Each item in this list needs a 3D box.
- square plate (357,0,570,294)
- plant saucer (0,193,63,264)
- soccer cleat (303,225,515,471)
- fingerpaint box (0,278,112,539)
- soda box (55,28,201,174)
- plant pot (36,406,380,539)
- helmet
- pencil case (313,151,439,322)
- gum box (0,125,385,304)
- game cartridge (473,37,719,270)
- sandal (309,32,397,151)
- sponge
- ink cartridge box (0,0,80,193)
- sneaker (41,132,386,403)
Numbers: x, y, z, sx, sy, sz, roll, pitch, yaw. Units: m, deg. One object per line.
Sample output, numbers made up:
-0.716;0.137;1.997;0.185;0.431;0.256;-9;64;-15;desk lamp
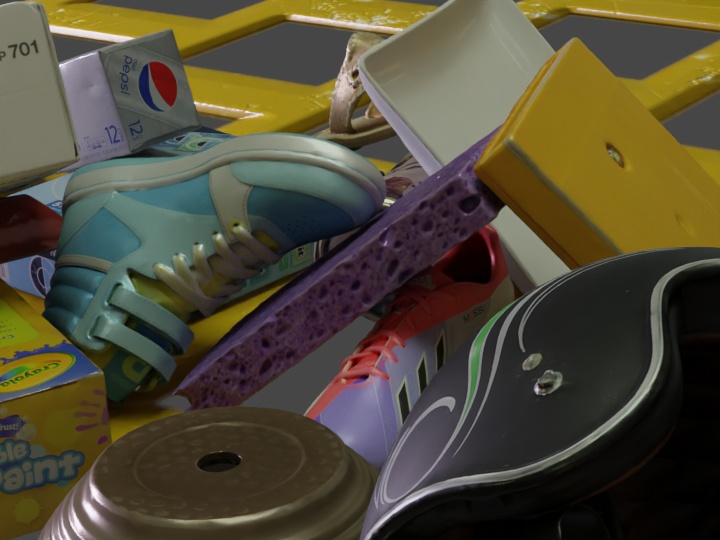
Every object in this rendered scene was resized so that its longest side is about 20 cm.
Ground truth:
0.093;-0.065;1.141;0.028;0.199;0.200;-37;2;33;square plate
-0.275;-0.002;1.066;0.199;0.037;0.199;-11;4;18;plant saucer
0.022;0.041;0.975;0.066;0.077;0.200;7;24;26;soccer cleat
-0.236;0.078;0.929;0.199;0.074;0.167;-15;23;-25;fingerpaint box
-0.193;-0.101;1.300;0.063;0.069;0.199;-24;9;-41;soda box
-0.051;0.115;0.779;0.199;0.093;0.201;-2;21;1;plant pot
0.104;0.086;0.692;0.199;0.201;0.191;10;32;31;helmet
0.046;-0.035;1.159;0.089;0.078;0.200;-24;9;30;pencil case
-0.111;-0.029;1.221;0.169;0.045;0.199;16;29;40;gum box
0.149;-0.014;0.981;0.032;0.200;0.176;-41;5;26;game cartridge
0.002;-0.116;1.275;0.077;0.070;0.211;-26;5;-40;sandal
0.000;0.000;0.998;0.200;0.030;0.112;-37;5;27;sponge
-0.236;-0.072;1.026;0.145;0.087;0.200;-15;4;-16;ink cartridge box
-0.081;0.005;1.023;0.199;0.080;0.131;-8;55;34;sneaker
